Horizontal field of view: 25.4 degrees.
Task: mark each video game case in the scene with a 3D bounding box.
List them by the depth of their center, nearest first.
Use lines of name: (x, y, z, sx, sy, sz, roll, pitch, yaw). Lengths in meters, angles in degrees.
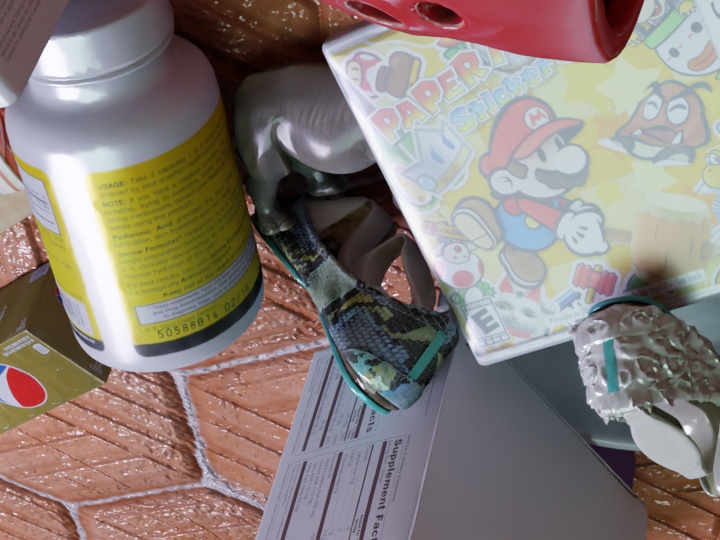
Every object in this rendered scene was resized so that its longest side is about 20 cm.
video game case: (0.105, -0.060, 0.737, 0.199, 0.023, 0.183, -19, 109, 28)

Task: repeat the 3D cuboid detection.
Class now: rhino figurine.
rhino figurine: (0.021, -0.076, 0.809, 0.199, 0.060, 0.088, -8, 124, 27)

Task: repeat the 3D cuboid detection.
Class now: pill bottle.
pill bottle: (-0.120, -0.055, 0.829, 0.110, 0.112, 0.201, 3, 130, 17)

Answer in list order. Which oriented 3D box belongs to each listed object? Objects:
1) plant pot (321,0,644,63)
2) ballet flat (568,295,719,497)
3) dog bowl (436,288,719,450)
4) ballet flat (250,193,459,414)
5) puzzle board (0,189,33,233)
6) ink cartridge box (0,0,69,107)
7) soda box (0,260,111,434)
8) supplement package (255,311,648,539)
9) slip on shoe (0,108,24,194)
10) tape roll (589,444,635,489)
plant pot: (0.017, -0.183, 0.562, 0.181, 0.201, 0.201, 10, 143, 14)
ballet flat: (0.168, 0.077, 0.788, 0.071, 0.072, 0.199, -19, 146, 38)
dog bowl: (0.144, 0.011, 0.863, 0.199, 0.079, 0.201, 10, 143, 7)
ballet flat: (0.000, 0.000, 0.858, 0.074, 0.200, 0.075, -12, 126, -18)
puzzle board: (-0.272, -0.071, 0.964, 0.151, 0.017, 0.199, 39, 137, -26)
ink cartridge box: (-0.210, -0.183, 0.686, 0.082, 0.147, 0.200, -8, 136, 32)
soda box: (-0.244, 0.063, 1.086, 0.068, 0.064, 0.199, 38, 139, -27)
supplement package: (0.055, 0.151, 0.875, 0.110, 0.156, 0.200, -19, 130, 36)
slip on shoe: (-0.209, -0.129, 0.835, 0.061, 0.074, 0.201, -28, 128, -1)
tape roll: (0.080, 0.152, 1.066, 0.199, 0.085, 0.201, 11, 143, 8)
